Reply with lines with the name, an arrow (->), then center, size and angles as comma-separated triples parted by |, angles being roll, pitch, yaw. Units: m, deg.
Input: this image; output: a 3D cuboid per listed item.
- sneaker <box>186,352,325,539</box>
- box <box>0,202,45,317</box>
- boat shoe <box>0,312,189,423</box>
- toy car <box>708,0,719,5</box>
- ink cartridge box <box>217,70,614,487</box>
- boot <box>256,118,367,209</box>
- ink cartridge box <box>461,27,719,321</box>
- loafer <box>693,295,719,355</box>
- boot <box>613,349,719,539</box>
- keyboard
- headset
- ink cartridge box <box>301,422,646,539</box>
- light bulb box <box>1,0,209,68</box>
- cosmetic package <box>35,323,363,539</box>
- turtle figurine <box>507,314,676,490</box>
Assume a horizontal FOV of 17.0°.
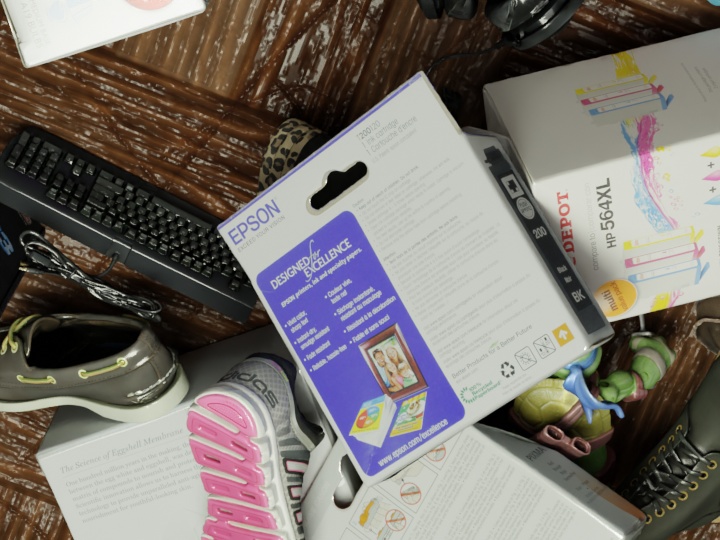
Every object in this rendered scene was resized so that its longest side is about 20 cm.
sneaker -> -0.060, 0.135, 1.580 | 0.073, 0.088, 0.201 | 13, 132, 25
box -> -0.295, -0.063, 1.585 | 0.050, 0.199, 0.201 | -28, 105, 14
boat shoe -> -0.208, 0.057, 1.654 | 0.200, 0.072, 0.061 | 3, 132, 35
toy car -> 0.229, -0.262, 1.486 | 0.177, 0.200, 0.185 | -37, 104, 14
ink cartridge box -> 0.031, 0.005, 1.518 | 0.198, 0.043, 0.201 | -34, 84, 33
boot -> 0.000, 0.000, 1.623 | 0.150, 0.073, 0.201 | 23, 125, 39
ink cartridge box -> 0.171, -0.055, 1.567 | 0.199, 0.125, 0.129 | -15, 126, -5
loafer -> 0.301, 0.088, 1.637 | 0.200, 0.073, 0.071 | 39, 71, 17
boot -> 0.214, 0.135, 1.611 | 0.138, 0.077, 0.201 | -28, 148, -25
keyboard -> -0.160, -0.021, 1.633 | 0.199, 0.127, 0.021 | 26, 134, -7
headset -> 0.085, -0.179, 1.578 | 0.123, 0.094, 0.201 | 19, 126, -3
ink cartridge box -> 0.066, 0.173, 1.591 | 0.200, 0.050, 0.163 | 36, 115, 17
light bulb box -> -0.173, -0.256, 1.509 | 0.124, 0.200, 0.199 | -17, 107, 8
cosmetic package -> -0.093, 0.163, 1.692 | 0.198, 0.123, 0.201 | -18, 108, 9
turtle figurine -> 0.139, 0.078, 1.677 | 0.143, 0.200, 0.195 | -17, 135, -21
